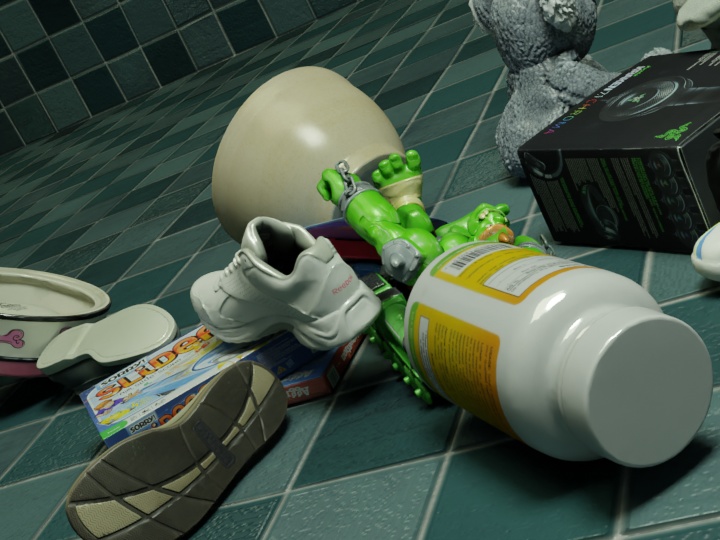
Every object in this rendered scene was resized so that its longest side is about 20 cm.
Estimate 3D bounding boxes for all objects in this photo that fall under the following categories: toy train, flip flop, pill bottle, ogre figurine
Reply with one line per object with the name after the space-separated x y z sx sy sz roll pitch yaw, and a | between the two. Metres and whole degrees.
0.031 0.046 0.915 0.042 0.057 0.200 -28 18 -6 | toy train
-0.132 0.137 0.873 0.058 0.081 0.200 -32 7 47 | flip flop
0.114 0.049 0.709 0.111 0.111 0.200 -31 19 -15 | pill bottle
0.072 -0.015 0.894 0.098 0.200 0.120 -42 34 14 | ogre figurine

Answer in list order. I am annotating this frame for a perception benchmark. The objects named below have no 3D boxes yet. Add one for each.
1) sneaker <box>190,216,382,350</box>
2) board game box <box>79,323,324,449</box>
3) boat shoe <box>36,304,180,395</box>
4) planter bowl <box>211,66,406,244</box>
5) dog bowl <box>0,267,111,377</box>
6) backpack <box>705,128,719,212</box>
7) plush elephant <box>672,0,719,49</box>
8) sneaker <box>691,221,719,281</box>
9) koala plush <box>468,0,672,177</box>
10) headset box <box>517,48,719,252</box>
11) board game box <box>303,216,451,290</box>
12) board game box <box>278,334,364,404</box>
-0.071 0.001 0.931 0.200 0.100 0.078 -1 32 45 | sneaker
-0.132 0.085 1.003 0.200 0.035 0.135 -31 19 -14 | board game box
-0.234 0.084 1.155 0.200 0.062 0.073 -13 38 40 | boat shoe
-0.029 -0.084 1.179 0.200 0.201 0.135 -35 47 -25 | planter bowl
-0.374 0.056 1.284 0.199 0.074 0.200 9 12 -2 | dog bowl
0.308 -0.040 0.655 0.200 0.167 0.127 -24 38 -1 | backpack
0.340 -0.228 1.019 0.154 0.200 0.165 -13 30 24 | plush elephant
0.301 -0.074 0.797 0.200 0.105 0.076 -27 18 -3 | sneaker
0.189 -0.212 1.169 0.184 0.200 0.177 -32 20 -16 | koala plush
0.259 -0.099 0.941 0.174 0.093 0.200 -35 21 -22 | headset box
0.000 0.000 1.034 0.200 0.039 0.158 -12 -20 32 | board game box
-0.097 0.094 1.017 0.200 0.019 0.103 -17 19 26 | board game box
